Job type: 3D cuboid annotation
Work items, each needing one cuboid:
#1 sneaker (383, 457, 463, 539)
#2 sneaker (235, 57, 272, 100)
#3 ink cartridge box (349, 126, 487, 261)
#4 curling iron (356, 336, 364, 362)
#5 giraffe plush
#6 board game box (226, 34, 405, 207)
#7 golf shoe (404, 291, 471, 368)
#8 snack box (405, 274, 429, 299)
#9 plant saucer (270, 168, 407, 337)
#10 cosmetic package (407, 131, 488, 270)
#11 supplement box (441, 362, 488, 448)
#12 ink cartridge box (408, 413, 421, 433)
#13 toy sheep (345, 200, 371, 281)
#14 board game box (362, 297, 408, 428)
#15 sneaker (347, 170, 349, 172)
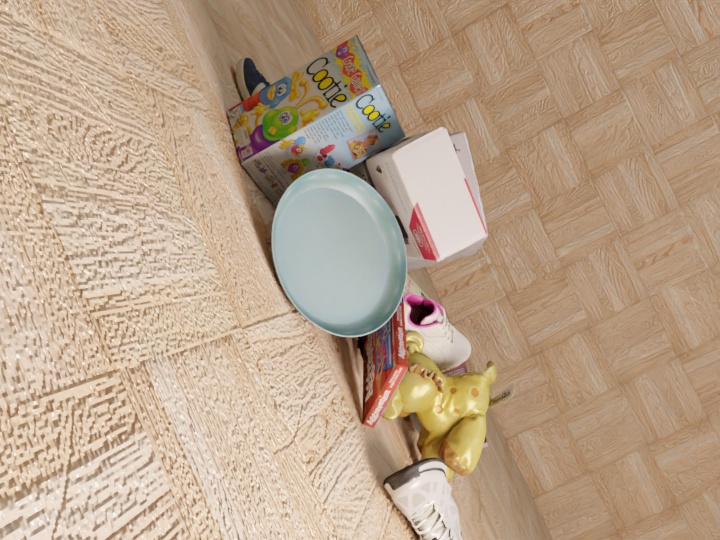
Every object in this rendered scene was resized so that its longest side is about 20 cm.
[{"bbox_3d":[0.093,0.300,0.936,0.117,0.074,0.201,67,6,32],"label":"sneaker"},{"bbox_3d":[-0.122,-0.244,1.173,0.204,0.083,0.075,67,9,22],"label":"sneaker"},{"bbox_3d":[0.070,-0.097,1.048,0.148,0.082,0.200,65,-14,-10],"label":"ink cartridge box"},{"bbox_3d":[0.001,0.095,1.141,0.050,0.025,0.202,56,11,-33],"label":"curling iron"},{"bbox_3d":[0.098,0.188,1.130,0.159,0.202,0.174,27,34,-13],"label":"giraffe plush"},{"bbox_3d":[-0.058,-0.191,1.024,0.105,0.197,0.105,52,14,-53],"label":"board game box"},{"bbox_3d":[0.104,0.090,1.175,0.197,0.091,0.077,24,52,-32],"label":"golf shoe"},{"bbox_3d":[0.090,0.081,1.317,0.116,0.037,0.201,47,18,-11],"label":"snack box"},{"bbox_3d":[-0.027,-0.020,0.946,0.196,0.027,0.206,11,72,-35],"label":"plant saucer"},{"bbox_3d":[0.102,-0.100,1.267,0.200,0.161,0.169,67,11,-82],"label":"cosmetic package"},{"bbox_3d":[0.165,0.211,1.400,0.109,0.059,0.204,-107,179,-68],"label":"supplement box"},{"bbox_3d":[0.086,0.191,1.337,0.203,0.043,0.197,63,6,-19],"label":"ink cartridge box"},{"bbox_3d":[-0.013,-0.022,1.058,0.138,0.134,0.206,21,57,-78],"label":"toy sheep"},{"bbox_3d":[0.030,0.096,1.023,0.019,0.104,0.202,18,31,-11],"label":"board game box"},{"bbox_3d":[-0.041,-0.126,1.246,0.077,0.112,0.202,-94,159,-65],"label":"sneaker"}]
